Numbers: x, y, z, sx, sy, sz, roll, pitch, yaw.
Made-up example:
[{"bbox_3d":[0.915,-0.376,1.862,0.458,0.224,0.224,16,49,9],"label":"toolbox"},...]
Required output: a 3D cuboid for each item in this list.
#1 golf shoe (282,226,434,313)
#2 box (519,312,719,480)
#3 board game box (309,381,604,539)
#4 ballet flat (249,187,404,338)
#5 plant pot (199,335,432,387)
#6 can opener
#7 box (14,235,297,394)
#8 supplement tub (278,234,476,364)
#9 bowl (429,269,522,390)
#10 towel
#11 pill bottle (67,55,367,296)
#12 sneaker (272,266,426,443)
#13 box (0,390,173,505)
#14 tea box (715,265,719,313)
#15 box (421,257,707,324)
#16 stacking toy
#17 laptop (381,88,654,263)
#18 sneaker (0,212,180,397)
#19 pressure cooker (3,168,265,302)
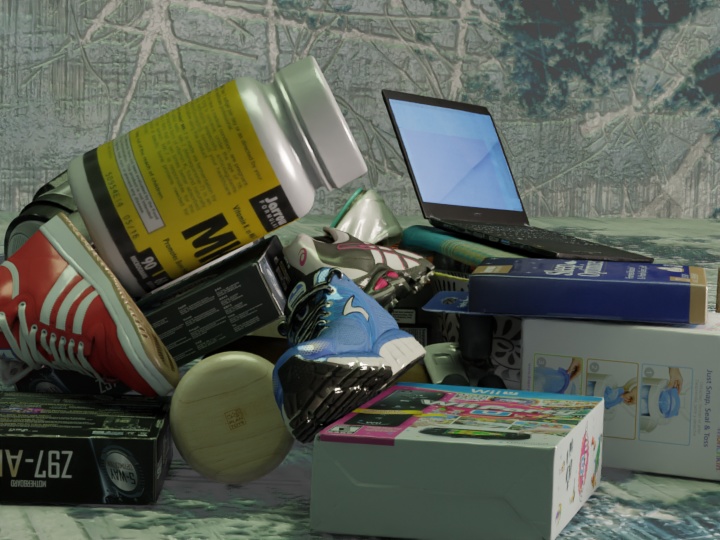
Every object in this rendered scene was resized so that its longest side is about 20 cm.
[{"bbox_3d":[0.000,0.000,1.522,0.088,0.077,0.200,45,8,5],"label":"golf shoe"},{"bbox_3d":[0.223,0.084,1.418,0.198,0.102,0.112,5,7,25],"label":"box"},{"bbox_3d":[0.065,0.118,1.245,0.146,0.065,0.200,3,5,14],"label":"board game box"},{"bbox_3d":[-0.034,0.019,1.655,0.069,0.200,0.070,36,-19,14],"label":"ballet flat"},{"bbox_3d":[-0.026,0.076,1.552,0.198,0.028,0.200,8,-6,1],"label":"plant pot"},{"bbox_3d":[0.081,0.082,1.439,0.052,0.067,0.200,-1,23,-7],"label":"can opener"},{"bbox_3d":[-0.147,0.045,1.485,0.199,0.044,0.160,-26,6,6],"label":"box"},{"bbox_3d":[0.017,0.033,1.742,0.198,0.124,0.123,3,6,6],"label":"supplement tub"},{"bbox_3d":[0.143,0.061,1.601,0.199,0.095,0.201,10,2,0],"label":"bowl"},{"bbox_3d":[0.138,-0.003,1.621,0.146,0.022,0.200,7,8,-30],"label":"towel"},{"bbox_3d":[-0.103,-0.072,1.467,0.199,0.115,0.114,-26,5,3],"label":"pill bottle"},{"bbox_3d":[-0.024,0.050,1.295,0.078,0.089,0.200,-42,-6,12],"label":"sneaker"},{"bbox_3d":[-0.224,0.112,1.300,0.198,0.044,0.160,2,6,-2],"label":"box"},{"bbox_3d":[0.388,0.057,1.573,0.195,0.135,0.200,5,6,21],"label":"tea box"},{"bbox_3d":[0.148,0.013,1.435,0.198,0.033,0.121,1,6,9],"label":"box"},{"bbox_3d":[-0.086,0.093,1.386,0.084,0.086,0.200,2,1,-3],"label":"stacking toy"},{"bbox_3d":[0.134,-0.077,1.693,0.199,0.104,0.177,16,9,34],"label":"laptop"},{"bbox_3d":[-0.204,0.049,1.361,0.112,0.071,0.200,-37,41,-7],"label":"sneaker"},{"bbox_3d":[-0.198,-0.004,1.663,0.200,0.177,0.178,-36,23,-34],"label":"pressure cooker"}]
